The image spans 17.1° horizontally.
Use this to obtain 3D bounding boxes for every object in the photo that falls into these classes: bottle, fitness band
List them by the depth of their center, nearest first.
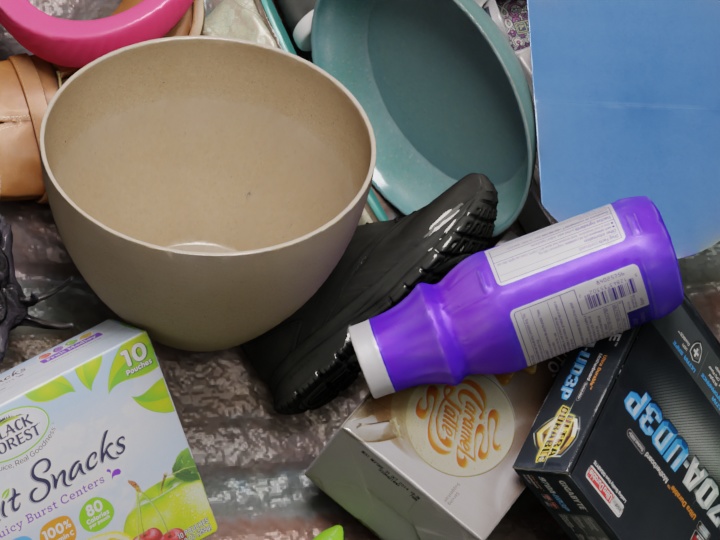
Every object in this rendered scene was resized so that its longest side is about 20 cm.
[{"bbox_3d":[0.093,0.021,1.444,0.200,0.084,0.065,-21,57,2],"label":"bottle"},{"bbox_3d":[-0.182,-0.210,1.554,0.144,0.037,0.200,-33,53,-15],"label":"fitness band"}]

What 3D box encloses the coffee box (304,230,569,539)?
[{"bbox_3d":[0.073,0.085,1.525,0.114,0.080,0.200,40,55,4],"label":"coffee box"}]

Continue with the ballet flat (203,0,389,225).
[{"bbox_3d":[-0.048,-0.093,1.595,0.062,0.067,0.200,-29,75,4],"label":"ballet flat"}]

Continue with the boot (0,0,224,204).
[{"bbox_3d":[-0.177,-0.137,1.559,0.154,0.074,0.200,-5,69,-14],"label":"boot"}]

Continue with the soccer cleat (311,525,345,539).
[{"bbox_3d":[0.038,0.236,1.488,0.200,0.068,0.081,39,51,1],"label":"soccer cleat"}]

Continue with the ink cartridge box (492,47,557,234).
[{"bbox_3d":[0.174,-0.101,1.617,0.200,0.125,0.129,-28,82,-23],"label":"ink cartridge box"}]

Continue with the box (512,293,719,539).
[{"bbox_3d":[0.190,0.118,1.526,0.200,0.046,0.159,51,57,-36],"label":"box"}]

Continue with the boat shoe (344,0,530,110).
[{"bbox_3d":[0.084,-0.160,1.644,0.200,0.069,0.072,-11,75,-17],"label":"boat shoe"}]

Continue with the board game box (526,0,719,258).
[{"bbox_3d":[0.172,-0.102,1.526,0.158,0.039,0.200,0,81,-24],"label":"board game box"}]

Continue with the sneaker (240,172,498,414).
[{"bbox_3d":[0.000,0.000,1.522,0.200,0.076,0.091,-41,71,6],"label":"sneaker"}]

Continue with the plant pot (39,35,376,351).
[{"bbox_3d":[-0.096,-0.029,1.462,0.200,0.135,0.201,4,42,-4],"label":"plant pot"}]

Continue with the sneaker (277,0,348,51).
[{"bbox_3d":[0.017,-0.232,1.652,0.200,0.071,0.099,-26,76,-25],"label":"sneaker"}]

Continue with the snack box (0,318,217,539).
[{"bbox_3d":[-0.199,0.135,1.425,0.200,0.053,0.142,-28,111,-24],"label":"snack box"}]

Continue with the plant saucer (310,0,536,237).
[{"bbox_3d":[0.048,-0.116,1.548,0.036,0.200,0.200,-32,81,-32],"label":"plant saucer"}]

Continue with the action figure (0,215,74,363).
[{"bbox_3d":[-0.280,0.014,1.456,0.200,0.102,0.119,14,59,-23],"label":"action figure"}]
